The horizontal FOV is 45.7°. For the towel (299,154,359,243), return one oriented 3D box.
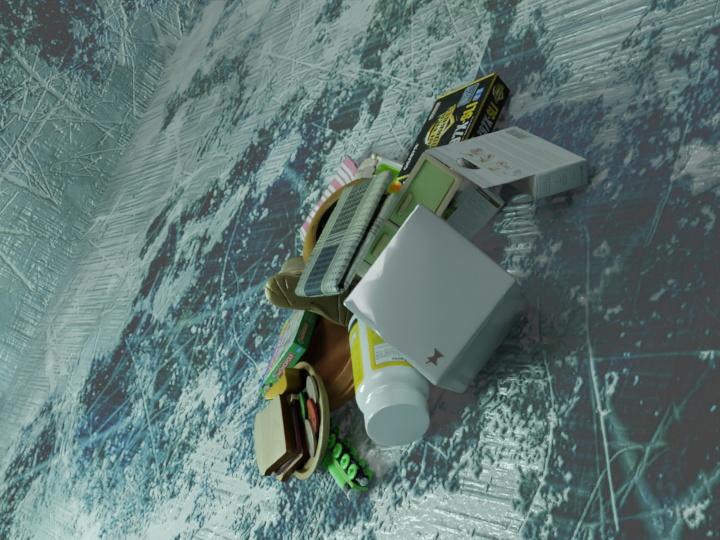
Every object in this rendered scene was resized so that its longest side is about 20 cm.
[{"bbox_3d":[-0.061,-0.130,1.742,0.202,0.030,0.147,-56,25,12],"label":"towel"}]

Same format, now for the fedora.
[{"bbox_3d":[-0.006,-0.054,1.406,0.198,0.082,0.204,-26,46,30],"label":"fedora"}]

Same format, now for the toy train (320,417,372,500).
[{"bbox_3d":[-0.039,0.293,1.350,0.057,0.041,0.200,-63,30,9],"label":"toy train"}]

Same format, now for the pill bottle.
[{"bbox_3d":[0.044,0.152,1.286,0.114,0.114,0.202,-39,35,26],"label":"pill bottle"}]

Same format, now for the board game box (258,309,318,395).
[{"bbox_3d":[-0.118,0.116,1.532,0.135,0.029,0.201,-53,12,32],"label":"board game box"}]

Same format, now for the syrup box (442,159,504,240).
[{"bbox_3d":[0.133,-0.075,1.393,0.201,0.081,0.079,-49,32,16],"label":"syrup box"}]

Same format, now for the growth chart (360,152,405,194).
[{"bbox_3d":[0.046,-0.116,1.543,0.142,0.018,0.203,13,68,16],"label":"growth chart"}]

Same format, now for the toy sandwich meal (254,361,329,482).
[{"bbox_3d":[-0.115,0.246,1.389,0.204,0.069,0.210,-176,90,-65],"label":"toy sandwich meal"}]

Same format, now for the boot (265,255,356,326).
[{"bbox_3d":[-0.053,0.031,1.458,0.156,0.195,0.074,-68,-12,-75],"label":"boot"}]

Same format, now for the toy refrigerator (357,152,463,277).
[{"bbox_3d":[0.071,-0.070,1.285,0.202,0.075,0.070,-57,-1,-11],"label":"toy refrigerator"}]

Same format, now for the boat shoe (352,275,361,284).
[{"bbox_3d":[0.000,0.000,1.530,0.066,0.072,0.199,-55,33,-13],"label":"boat shoe"}]

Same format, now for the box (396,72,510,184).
[{"bbox_3d":[0.163,-0.239,1.499,0.158,0.049,0.202,-10,46,51],"label":"box"}]

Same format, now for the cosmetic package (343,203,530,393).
[{"bbox_3d":[0.110,0.045,1.150,0.167,0.200,0.167,39,92,19],"label":"cosmetic package"}]

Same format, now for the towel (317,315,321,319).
[{"bbox_3d":[-0.060,0.135,1.536,0.148,0.022,0.199,-60,31,-2],"label":"towel"}]

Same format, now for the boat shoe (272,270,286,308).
[{"bbox_3d":[-0.107,0.001,1.671,0.200,0.071,0.062,-35,41,36],"label":"boat shoe"}]

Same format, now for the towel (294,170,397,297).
[{"bbox_3d":[-0.021,-0.049,1.290,0.203,0.034,0.192,-65,18,-13],"label":"towel"}]

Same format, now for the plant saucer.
[{"bbox_3d":[-0.050,0.144,1.465,0.199,0.037,0.203,-33,39,32],"label":"plant saucer"}]

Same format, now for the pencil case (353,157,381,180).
[{"bbox_3d":[0.013,-0.117,1.603,0.088,0.078,0.203,9,67,27],"label":"pencil case"}]

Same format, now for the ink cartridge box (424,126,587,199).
[{"bbox_3d":[0.215,-0.156,1.288,0.170,0.044,0.200,-17,28,-16],"label":"ink cartridge box"}]
